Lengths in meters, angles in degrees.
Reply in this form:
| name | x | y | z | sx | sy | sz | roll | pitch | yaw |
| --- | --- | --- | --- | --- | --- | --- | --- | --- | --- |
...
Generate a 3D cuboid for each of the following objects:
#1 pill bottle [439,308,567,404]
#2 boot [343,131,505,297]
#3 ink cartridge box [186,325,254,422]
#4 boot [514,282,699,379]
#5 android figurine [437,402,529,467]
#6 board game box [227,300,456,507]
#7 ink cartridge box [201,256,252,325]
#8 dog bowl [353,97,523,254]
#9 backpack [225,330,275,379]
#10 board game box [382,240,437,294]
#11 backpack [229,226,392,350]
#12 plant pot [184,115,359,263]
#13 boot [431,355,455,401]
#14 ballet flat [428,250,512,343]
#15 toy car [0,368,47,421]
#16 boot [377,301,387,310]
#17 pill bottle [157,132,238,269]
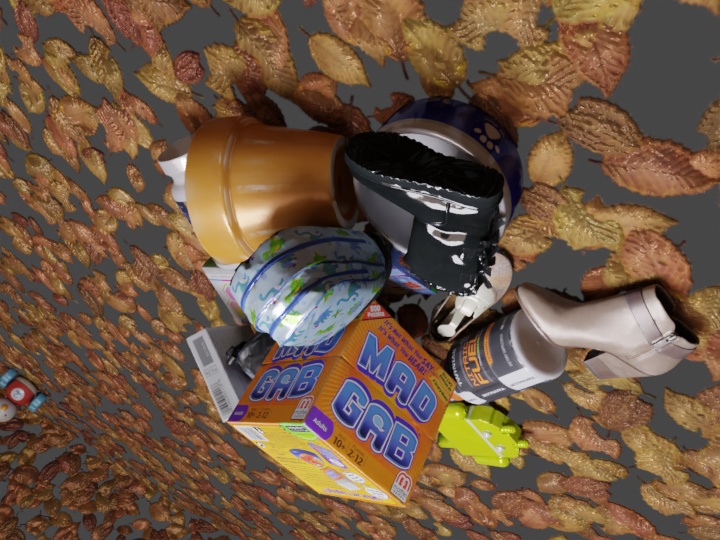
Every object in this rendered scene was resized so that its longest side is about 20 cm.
| name | x | y | z | sx | sy | sz | roll | pitch | yaw |
| --- | --- | --- | --- | --- | --- | --- | --- | --- | --- |
| pill bottle | 0.197 | 0.135 | 0.924 | 0.106 | 0.106 | 0.200 | 42 | 142 | -7 |
| boot | 0.071 | -0.061 | 0.721 | 0.197 | 0.073 | 0.163 | 21 | 143 | 18 |
| ink cartridge box | -0.227 | 0.181 | 1.155 | 0.050 | 0.200 | 0.163 | -28 | 81 | 8 |
| boot | 0.315 | 0.058 | 0.795 | 0.200 | 0.070 | 0.146 | 41 | 136 | -8 |
| android figurine | 0.206 | 0.292 | 1.126 | 0.199 | 0.041 | 0.182 | -10 | 130 | 45 |
| board game box | -0.024 | 0.190 | 0.904 | 0.200 | 0.200 | 0.200 | 46 | 145 | -23 |
| ink cartridge box | -0.202 | 0.053 | 1.182 | 0.103 | 0.059 | 0.201 | 2 | 131 | 36 |
| dog bowl | 0.095 | -0.106 | 0.773 | 0.199 | 0.079 | 0.201 | 21 | 140 | 18 |
| backpack | -0.112 | 0.152 | 1.123 | 0.154 | 0.200 | 0.191 | 36 | 160 | 24 |
| board game box | 0.000 | 0.000 | 0.940 | 0.199 | 0.035 | 0.135 | -1 | 160 | 37 |
| backpack | -0.062 | 0.018 | 0.763 | 0.163 | 0.154 | 0.200 | -41 | 145 | 19 |
| plant pot | -0.104 | -0.113 | 0.846 | 0.182 | 0.201 | 0.201 | -2 | 131 | 19 |
| boot | 0.086 | 0.182 | 1.071 | 0.200 | 0.090 | 0.073 | 36 | 142 | 1 |
| ballet flat | 0.153 | 0.049 | 0.900 | 0.068 | 0.067 | 0.200 | 32 | 142 | 4 |
| toy car | -1.398 | 0.531 | 2.488 | 0.184 | 0.200 | 0.177 | 44 | 142 | -11 |
| boot | -0.060 | 0.051 | 0.988 | 0.199 | 0.068 | 0.131 | 4 | 154 | 9 |
| pill bottle | -0.223 | -0.111 | 0.982 | 0.115 | 0.116 | 0.201 | 0 | 130 | 38 |
